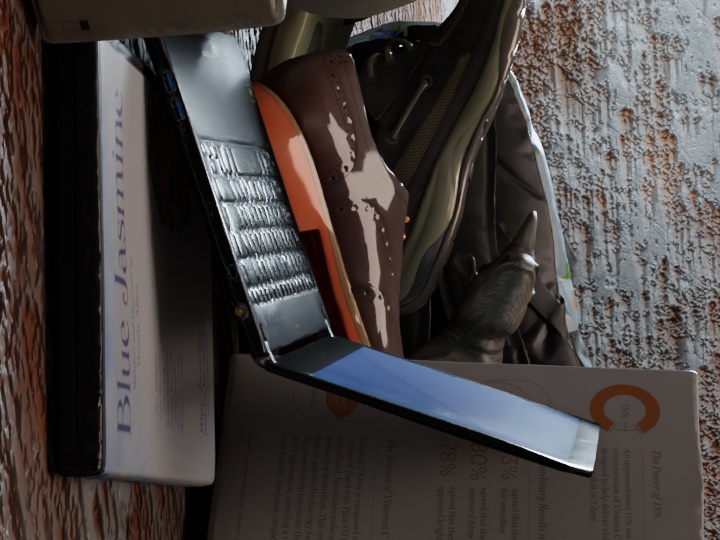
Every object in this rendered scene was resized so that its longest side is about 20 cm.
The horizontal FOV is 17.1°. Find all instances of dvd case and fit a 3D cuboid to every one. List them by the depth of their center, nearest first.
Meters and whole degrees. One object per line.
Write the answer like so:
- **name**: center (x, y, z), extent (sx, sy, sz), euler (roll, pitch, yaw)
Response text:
- **dvd case**: center (-0.076, 0.002, 0.833), extent (0.200, 0.017, 0.144), euler (40, 48, -81)

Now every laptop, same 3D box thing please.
- **laptop**: center (0.010, -0.012, 0.892), extent (0.177, 0.103, 0.202), euler (-11, 82, -84)

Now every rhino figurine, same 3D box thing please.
- **rhino figurine**: center (0.044, 0.064, 1.148), extent (0.087, 0.059, 0.201), euler (-137, -112, -86)

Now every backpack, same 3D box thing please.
- **backpack**: center (0.028, -0.029, 1.252), extent (0.154, 0.162, 0.202), euler (-104, -176, -80)

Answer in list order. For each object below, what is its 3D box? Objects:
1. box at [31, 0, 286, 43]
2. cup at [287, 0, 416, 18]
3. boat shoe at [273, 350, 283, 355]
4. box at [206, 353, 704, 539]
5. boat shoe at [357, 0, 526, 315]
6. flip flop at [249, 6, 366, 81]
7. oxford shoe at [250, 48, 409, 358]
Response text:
- **box**: center (-0.058, -0.161, 0.779), extent (0.201, 0.081, 0.069), euler (-87, 170, -48)
- **cup**: center (0.004, -0.189, 0.985), extent (0.144, 0.199, 0.201), euler (121, -20, -45)
- **boat shoe**: center (-0.019, 0.050, 1.134), extent (0.074, 0.060, 0.202), euler (-89, 176, -71)
- **box**: center (0.040, 0.114, 0.992), extent (0.098, 0.198, 0.125), euler (88, 5, -45)
- **boat shoe**: center (0.030, -0.081, 1.163), extent (0.075, 0.073, 0.201), euler (98, 11, -81)
- **flip flop**: center (-0.002, -0.149, 1.153), extent (0.081, 0.057, 0.202), euler (19, 87, -65)
- **oxford shoe**: center (0.000, 0.000, 1.051), extent (0.071, 0.072, 0.201), euler (20, -46, 51)
